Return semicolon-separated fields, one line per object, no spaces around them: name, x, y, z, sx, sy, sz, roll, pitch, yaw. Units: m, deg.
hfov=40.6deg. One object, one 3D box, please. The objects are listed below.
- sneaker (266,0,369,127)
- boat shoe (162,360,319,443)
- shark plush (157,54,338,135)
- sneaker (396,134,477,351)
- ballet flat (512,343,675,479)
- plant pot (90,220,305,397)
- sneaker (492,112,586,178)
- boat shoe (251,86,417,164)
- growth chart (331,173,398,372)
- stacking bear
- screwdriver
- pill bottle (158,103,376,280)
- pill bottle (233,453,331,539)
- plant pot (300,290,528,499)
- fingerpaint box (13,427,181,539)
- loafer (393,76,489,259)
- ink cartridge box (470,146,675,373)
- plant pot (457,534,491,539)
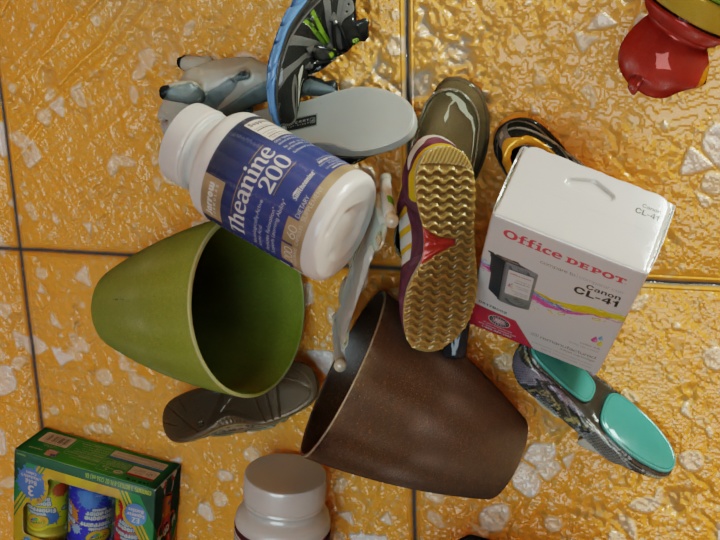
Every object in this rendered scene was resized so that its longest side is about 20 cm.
sneaker;-0.036;-0.233;0.959;0.082;0.071;0.202;26;91;-4
boat shoe;-0.133;0.151;1.127;0.197;0.063;0.074;-15;74;18
shark plush;-0.123;-0.188;1.040;0.197;0.091;0.084;-12;123;-1
sneaker;0.070;-0.026;0.922;0.074;0.090;0.203;2;108;-9
ballet flat;0.235;0.145;1.009;0.200;0.072;0.072;42;113;2
plant pot;-0.193;0.038;1.057;0.198;0.186;0.190;-2;105;34
sneaker;0.203;-0.069;0.944;0.199;0.077;0.079;39;111;2
boat shoe;-0.030;-0.140;1.006;0.197;0.064;0.072;-1;70;23
growth chart;0.000;0.000;0.989;0.017;0.145;0.202;14;118;-8
stacking bear;0.301;-0.243;0.852;0.113;0.122;0.201;31;119;5
screwdriver;0.099;-0.014;0.948;0.029;0.028;0.203;9;95;34
pill bottle;-0.093;-0.083;0.934;0.198;0.111;0.112;29;112;19
pill bottle;-0.092;0.325;1.127;0.112;0.114;0.203;9;107;14
plant pot;0.067;0.150;1.010;0.198;0.187;0.188;27;112;-7
fingerpaint box;-0.333;0.308;1.219;0.197;0.073;0.169;13;108;14
loafer;0.080;-0.092;0.980;0.075;0.067;0.203;14;109;13
ink cartridge box;0.187;-0.003;0.908;0.146;0.086;0.201;22;153;12
plant pot;0.151;0.400;1.039;0.197;0.177;0.203;12;109;14
